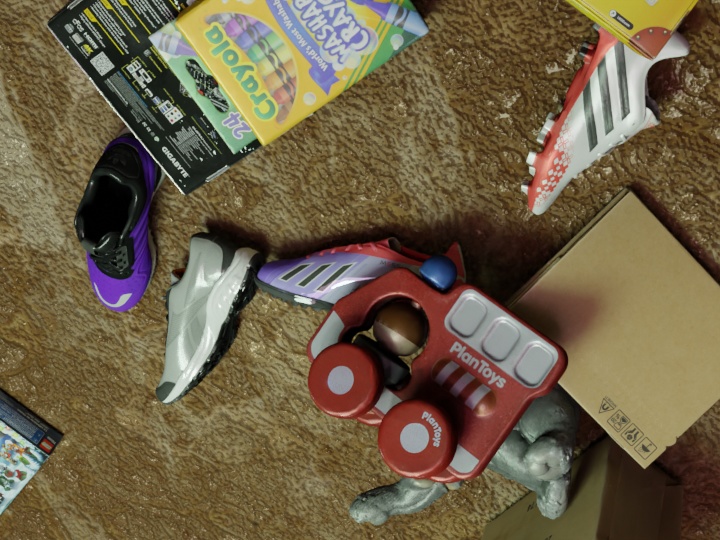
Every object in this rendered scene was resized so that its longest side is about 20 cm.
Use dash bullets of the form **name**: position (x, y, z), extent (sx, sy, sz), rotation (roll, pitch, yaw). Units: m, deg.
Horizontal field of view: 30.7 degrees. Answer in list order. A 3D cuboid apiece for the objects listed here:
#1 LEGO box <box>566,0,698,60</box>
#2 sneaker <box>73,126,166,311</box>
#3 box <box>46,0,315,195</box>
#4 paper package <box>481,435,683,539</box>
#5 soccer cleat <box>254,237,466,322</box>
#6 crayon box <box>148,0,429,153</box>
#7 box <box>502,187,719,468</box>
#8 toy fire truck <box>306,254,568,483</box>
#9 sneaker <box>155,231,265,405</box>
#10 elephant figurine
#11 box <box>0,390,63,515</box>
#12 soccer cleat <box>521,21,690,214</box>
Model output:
- **LEGO box**: position (0.176, -0.273, 0.956), extent (0.200, 0.077, 0.149), rotation (36, 102, -7)
- **sneaker**: position (-0.237, -0.034, 1.237), extent (0.069, 0.100, 0.201), rotation (18, 124, 7)
- **box**: position (-0.153, -0.185, 1.152), extent (0.159, 0.049, 0.200), rotation (-30, 108, 27)
- **paper package**: position (0.203, 0.282, 1.249), extent (0.103, 0.191, 0.200), rotation (40, 123, -8)
- **soccer cleat**: position (0.000, 0.000, 1.219), extent (0.199, 0.068, 0.074), rotation (7, 106, 12)
- **crayon box**: position (-0.060, -0.194, 1.076), extent (0.200, 0.052, 0.126), rotation (-34, 108, 9)
- **box**: position (0.244, 0.053, 1.161), extent (0.163, 0.021, 0.200), rotation (-44, 102, 6)
- **toy fire truck**: position (0.060, 0.081, 1.139), extent (0.200, 0.112, 0.168), rotation (37, 93, 23)
- **sneaker**: position (-0.162, 0.047, 1.291), extent (0.079, 0.074, 0.201), rotation (31, 119, 7)
- **elephant figurine**: position (0.100, 0.152, 1.224), extent (0.199, 0.155, 0.142), rotation (7, 126, 11)
- **box**: position (-0.442, 0.212, 1.487), extent (0.137, 0.040, 0.200), rotation (38, 124, -7)
- **soccer cleat**: position (0.198, -0.122, 1.079), extent (0.085, 0.069, 0.201), rotation (26, 120, 5)
